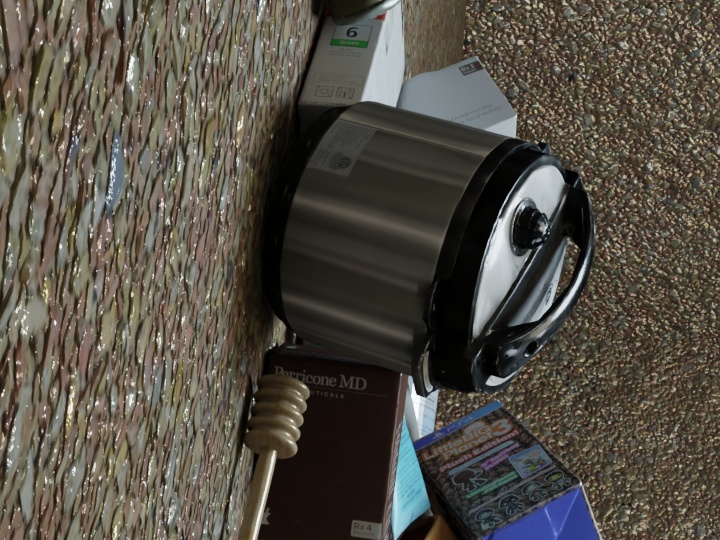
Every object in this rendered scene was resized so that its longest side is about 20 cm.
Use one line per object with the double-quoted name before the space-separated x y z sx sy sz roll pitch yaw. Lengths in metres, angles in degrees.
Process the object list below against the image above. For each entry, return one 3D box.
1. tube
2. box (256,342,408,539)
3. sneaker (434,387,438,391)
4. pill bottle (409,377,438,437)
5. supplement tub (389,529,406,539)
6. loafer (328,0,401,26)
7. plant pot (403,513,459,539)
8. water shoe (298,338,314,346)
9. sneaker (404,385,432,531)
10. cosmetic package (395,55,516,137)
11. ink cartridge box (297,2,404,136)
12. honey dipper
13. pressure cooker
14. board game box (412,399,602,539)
"tube" 0.008 0.104 1.247 0.077 0.050 0.202 -28 99 -58
"box" -0.025 0.160 1.159 0.075 0.099 0.203 -24 120 -84
"sneaker" 0.079 0.004 1.479 0.075 0.086 0.202 -26 -146 62
"pill bottle" 0.013 0.188 1.550 0.109 0.107 0.203 78 20 -73
"supplement tub" -0.010 0.195 1.322 0.200 0.105 0.108 -37 134 -83
"loafer" 0.006 -0.267 1.204 0.070 0.074 0.202 48 41 -39
"plant pot" 0.036 0.317 1.296 0.200 0.140 0.200 -42 177 -2
"water shoe" 0.000 0.000 1.330 0.072 0.078 0.203 81 17 -74
"sneaker" 0.008 0.195 1.462 0.071 0.098 0.203 -11 91 -76
"cosmetic package" 0.067 -0.077 1.383 0.201 0.112 0.082 85 -21 -56
"ink cartridge box" -0.003 -0.145 1.234 0.201 0.050 0.110 -77 168 -45
"honey dipper" -0.072 0.165 1.034 0.038 0.037 0.202 86 15 -62
"pressure cooker" 0.054 -0.011 1.073 0.178 0.198 0.178 1 104 -65
"board game box" 0.134 0.229 1.360 0.161 0.096 0.200 68 -8 -19
